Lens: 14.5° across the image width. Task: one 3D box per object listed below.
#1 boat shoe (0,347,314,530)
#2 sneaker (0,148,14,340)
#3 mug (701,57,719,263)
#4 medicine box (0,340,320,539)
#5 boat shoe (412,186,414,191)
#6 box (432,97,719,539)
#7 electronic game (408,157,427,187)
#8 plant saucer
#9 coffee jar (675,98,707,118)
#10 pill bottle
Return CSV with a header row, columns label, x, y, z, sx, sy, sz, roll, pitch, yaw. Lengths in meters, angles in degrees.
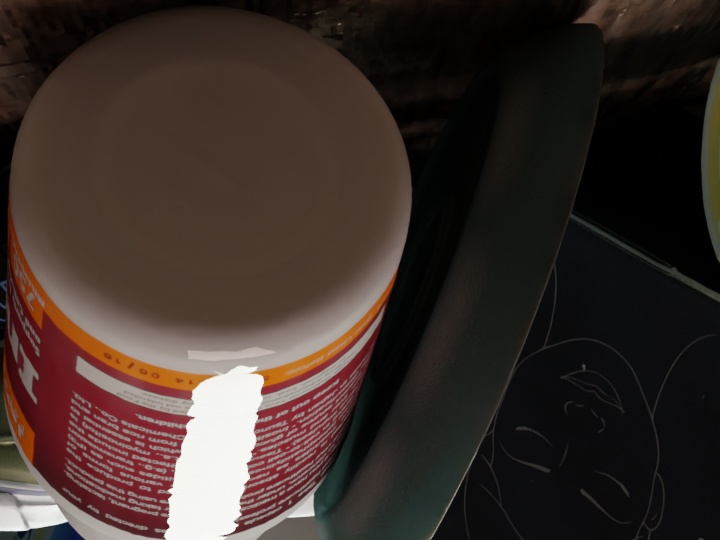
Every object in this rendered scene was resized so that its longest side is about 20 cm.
label,x,y,z,sx,sy,sz,roll,pitch,yaw
boat shoe,-0.087,0.046,0.998,0.200,0.072,0.062,0,128,-20
sneaker,-0.118,-0.016,0.976,0.200,0.070,0.078,-13,163,15
mug,0.191,-0.028,0.925,0.153,0.150,0.187,1,157,-14
medicine box,-0.073,0.080,1.178,0.182,0.103,0.200,19,-178,-34
boat shoe,-0.062,0.003,1.041,0.200,0.060,0.074,4,153,1
box,0.133,0.076,1.027,0.200,0.197,0.124,31,-148,25
electronic game,0.000,0.000,1.140,0.200,0.042,0.200,5,161,2
plant saucer,0.026,0.010,0.905,0.027,0.200,0.200,21,170,-7
coffee jar,0.139,-0.018,1.192,0.104,0.085,0.200,-11,174,-8
pill bottle,-0.052,0.017,0.857,0.113,0.113,0.200,-8,154,-12
